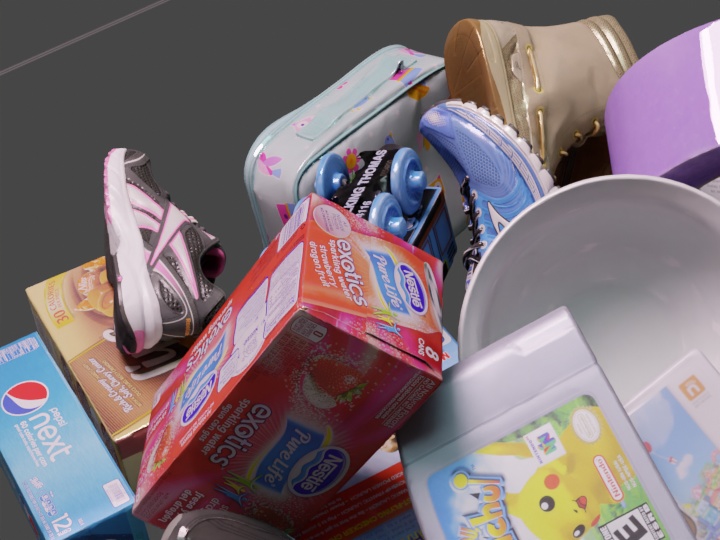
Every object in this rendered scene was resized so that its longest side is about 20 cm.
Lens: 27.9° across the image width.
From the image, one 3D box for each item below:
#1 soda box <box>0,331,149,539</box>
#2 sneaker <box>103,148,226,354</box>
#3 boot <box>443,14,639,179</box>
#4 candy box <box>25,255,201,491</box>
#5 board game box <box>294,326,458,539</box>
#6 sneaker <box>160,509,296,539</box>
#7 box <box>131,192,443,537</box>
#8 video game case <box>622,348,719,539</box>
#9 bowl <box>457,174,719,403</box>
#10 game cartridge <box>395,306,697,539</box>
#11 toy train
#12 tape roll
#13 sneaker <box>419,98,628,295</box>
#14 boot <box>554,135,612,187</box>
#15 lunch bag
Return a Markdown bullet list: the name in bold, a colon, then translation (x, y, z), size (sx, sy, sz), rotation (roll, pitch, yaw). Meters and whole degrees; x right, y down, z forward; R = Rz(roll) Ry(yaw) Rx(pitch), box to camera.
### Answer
- **soda box**: translation (-0.209, 0.131, 0.992), size (0.064, 0.068, 0.200), rotation (-24, 42, -17)
- **sneaker**: translation (-0.145, -0.013, 1.075), size (0.085, 0.081, 0.201), rotation (-3, 44, -14)
- **boot**: translation (0.153, -0.094, 1.092), size (0.154, 0.202, 0.073), rotation (-9, -9, -30)
- **candy box**: translation (-0.159, 0.062, 1.073), size (0.115, 0.056, 0.200), rotation (-24, 42, -18)
- **board game box**: translation (0.008, 0.134, 0.954), size (0.198, 0.056, 0.196), rotation (-24, 42, -16)
- **sneaker**: translation (-0.018, 0.188, 0.800), size (0.199, 0.079, 0.076), rotation (32, 59, -9)
- **box**: translation (-0.043, 0.068, 0.836), size (0.095, 0.200, 0.100), rotation (27, 36, -19)
- **video game case**: translation (0.166, 0.173, 0.796), size (0.199, 0.022, 0.183), rotation (-38, 69, -1)
- **bowl**: translation (0.158, 0.047, 0.886), size (0.199, 0.090, 0.204), rotation (0, 85, 2)
- **game cartridge**: translation (0.102, 0.135, 0.792), size (0.132, 0.040, 0.201), rotation (-30, 69, 5)
- **toy train**: translation (0.000, 0.000, 0.979), size (0.086, 0.115, 0.201), rotation (-1, 38, 26)
- **tape roll**: translation (0.259, -0.076, 0.926), size (0.198, 0.200, 0.086), rotation (-6, 64, 5)
- **sneaker**: translation (0.096, -0.027, 0.974), size (0.089, 0.079, 0.201), rotation (-35, 76, -3)
- **boot**: translation (0.200, -0.054, 1.129), size (0.186, 0.069, 0.201), rotation (6, 46, 8)
- **lunch bag**: translation (0.008, -0.074, 1.113), size (0.077, 0.162, 0.200), rotation (19, 48, 43)
